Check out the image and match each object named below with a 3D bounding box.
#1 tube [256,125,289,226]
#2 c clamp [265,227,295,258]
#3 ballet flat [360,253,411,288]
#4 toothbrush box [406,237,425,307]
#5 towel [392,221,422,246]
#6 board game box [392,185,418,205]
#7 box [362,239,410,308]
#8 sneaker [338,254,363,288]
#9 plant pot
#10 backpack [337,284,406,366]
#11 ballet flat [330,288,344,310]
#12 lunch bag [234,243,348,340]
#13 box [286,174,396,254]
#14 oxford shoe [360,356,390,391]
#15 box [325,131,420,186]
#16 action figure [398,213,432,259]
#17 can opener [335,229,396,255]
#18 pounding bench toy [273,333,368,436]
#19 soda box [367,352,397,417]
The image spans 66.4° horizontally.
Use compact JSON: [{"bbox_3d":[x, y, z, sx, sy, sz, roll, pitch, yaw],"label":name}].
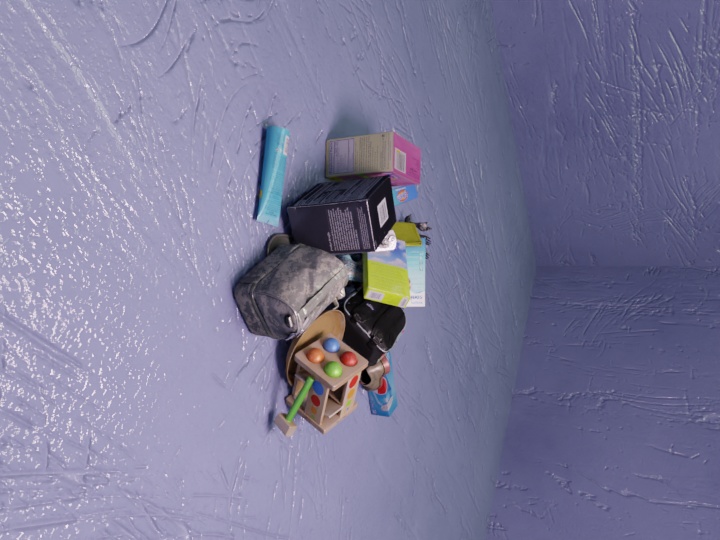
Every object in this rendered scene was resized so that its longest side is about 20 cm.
[{"bbox_3d":[-0.186,-0.202,1.178,0.077,0.049,0.207,9,87,-57],"label":"tube"},{"bbox_3d":[-0.157,-0.004,1.249,0.170,0.026,0.207,3,88,-62],"label":"c clamp"},{"bbox_3d":[0.058,-0.009,1.525,0.063,0.200,0.076,-17,149,-54],"label":"ballet flat"},{"bbox_3d":[0.112,0.005,1.621,0.142,0.085,0.207,0,89,-21],"label":"toothbrush box"},{"bbox_3d":[0.081,-0.108,1.555,0.195,0.018,0.088,1,55,-26],"label":"towel"},{"bbox_3d":[0.053,-0.185,1.508,0.199,0.149,0.046,-27,99,-58],"label":"board game box"},{"bbox_3d":[0.065,-0.005,1.439,0.204,0.119,0.048,-91,-159,-44],"label":"box"},{"bbox_3d":[0.000,0.000,1.496,0.199,0.076,0.089,16,68,-64],"label":"sneaker"},{"bbox_3d":[-0.108,0.175,1.273,0.199,0.027,0.203,-41,147,-33],"label":"plant pot"},{"bbox_3d":[0.023,0.135,1.424,0.178,0.151,0.200,45,41,1],"label":"backpack"},{"bbox_3d":[-0.080,0.059,1.338,0.075,0.068,0.201,39,40,-2],"label":"ballet flat"},{"bbox_3d":[-0.134,0.045,1.122,0.200,0.164,0.142,-44,123,-42],"label":"lunch bag"},{"bbox_3d":[-0.036,-0.128,1.275,0.200,0.193,0.127,-52,136,-59],"label":"box"},{"bbox_3d":[0.022,0.287,1.504,0.073,0.071,0.202,-22,154,-23],"label":"oxford shoe"},{"bbox_3d":[0.035,-0.279,1.426,0.175,0.195,0.100,5,86,-61],"label":"box"},{"bbox_3d":[0.185,-0.109,1.814,0.199,0.100,0.122,30,75,-60],"label":"action figure"},{"bbox_3d":[0.000,-0.070,1.416,0.194,0.066,0.054,-7,96,-16],"label":"can opener"},{"bbox_3d":[-0.096,0.255,1.205,0.198,0.123,0.160,-27,139,-47],"label":"pounding bench toy"},{"bbox_3d":[0.058,0.321,1.618,0.068,0.063,0.206,-35,120,-56],"label":"soda box"}]
